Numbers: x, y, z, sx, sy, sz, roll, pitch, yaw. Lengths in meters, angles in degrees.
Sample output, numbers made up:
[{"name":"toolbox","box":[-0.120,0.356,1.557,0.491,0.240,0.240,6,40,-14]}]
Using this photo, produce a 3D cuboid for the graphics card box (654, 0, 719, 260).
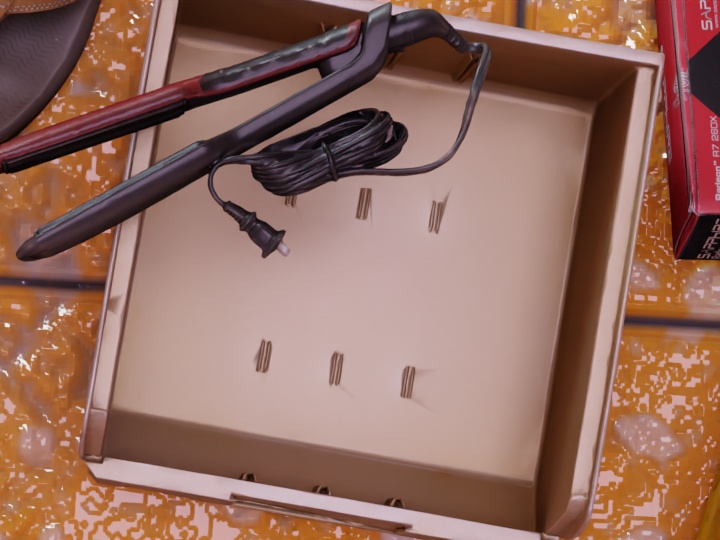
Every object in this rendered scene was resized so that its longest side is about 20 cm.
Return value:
[{"name":"graphics card box","box":[0.223,-0.066,1.157,0.199,0.051,0.126,0,65,-6]}]

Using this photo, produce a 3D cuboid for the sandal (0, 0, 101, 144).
[{"name":"sandal","box":[-0.120,-0.137,1.138,0.082,0.055,0.200,42,81,0]}]

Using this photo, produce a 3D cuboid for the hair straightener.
[{"name":"hair straightener","box":[-0.038,-0.042,1.058,0.199,0.041,0.077,-21,87,-12]}]

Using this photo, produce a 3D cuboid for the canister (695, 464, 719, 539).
[{"name":"canister","box":[0.250,0.096,1.141,0.199,0.087,0.149,20,81,-2]}]

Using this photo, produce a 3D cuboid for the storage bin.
[{"name":"storage bin","box":[0.000,0.000,1.118,0.199,0.094,0.199,10,83,-6]}]
